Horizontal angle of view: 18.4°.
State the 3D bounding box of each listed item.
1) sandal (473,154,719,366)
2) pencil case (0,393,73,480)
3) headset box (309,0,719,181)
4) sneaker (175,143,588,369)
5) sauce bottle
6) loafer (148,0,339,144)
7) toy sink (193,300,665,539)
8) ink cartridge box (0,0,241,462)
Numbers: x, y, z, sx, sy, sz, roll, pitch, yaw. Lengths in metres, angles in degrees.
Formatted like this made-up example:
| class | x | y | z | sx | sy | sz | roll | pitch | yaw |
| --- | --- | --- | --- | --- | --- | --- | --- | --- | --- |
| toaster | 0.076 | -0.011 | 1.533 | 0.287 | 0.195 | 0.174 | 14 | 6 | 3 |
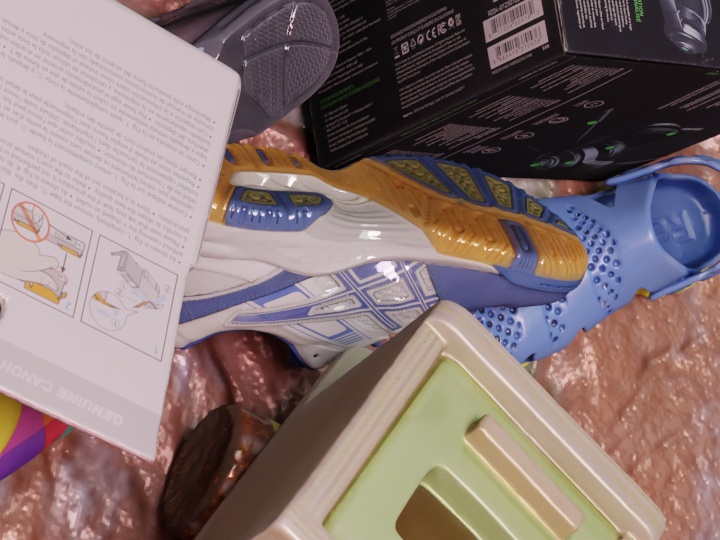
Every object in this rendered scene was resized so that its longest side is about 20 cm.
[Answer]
| class | x | y | z | sx | sy | sz | roll | pitch | yaw |
| --- | --- | --- | --- | --- | --- | --- | --- | --- | --- |
| sandal | 0.113 | -0.010 | 1.053 | 0.199 | 0.087 | 0.080 | -25 | 90 | -33 |
| pencil case | -0.175 | 0.062 | 0.846 | 0.200 | 0.088 | 0.089 | -33 | 95 | -35 |
| headset box | 0.102 | -0.108 | 1.013 | 0.199 | 0.174 | 0.093 | 0 | 76 | -37 |
| sneaker | 0.000 | 0.000 | 0.975 | 0.199 | 0.089 | 0.075 | 7 | 29 | -19 |
| sauce bottle | 0.011 | 0.127 | 0.959 | 0.199 | 0.066 | 0.066 | 29 | 62 | -23 |
| loafer | -0.098 | -0.069 | 0.959 | 0.199 | 0.063 | 0.072 | -32 | 124 | -31 |
| toy sink | 0.028 | 0.102 | 0.858 | 0.130 | 0.112 | 0.200 | 46 | 40 | -5 |
| ink cartridge box | -0.147 | -0.040 | 0.787 | 0.199 | 0.045 | 0.177 | 29 | 53 | -26 |
